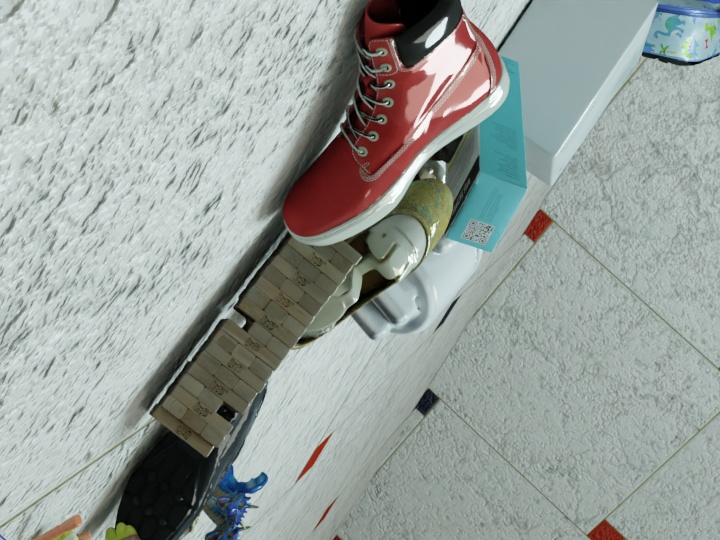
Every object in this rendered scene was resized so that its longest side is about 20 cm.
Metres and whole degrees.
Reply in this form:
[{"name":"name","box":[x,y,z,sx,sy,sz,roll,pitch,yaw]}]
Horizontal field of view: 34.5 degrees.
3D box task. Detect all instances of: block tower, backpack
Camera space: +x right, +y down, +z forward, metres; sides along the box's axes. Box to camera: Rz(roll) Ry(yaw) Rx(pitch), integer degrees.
[{"name":"block tower","box":[-0.077,0.045,0.884,0.201,0.058,0.054,-55,-170,-11]},{"name":"backpack","box":[0.498,-0.414,1.858,0.199,0.180,0.150,-34,135,-55]}]

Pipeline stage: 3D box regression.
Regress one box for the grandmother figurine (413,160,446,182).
[{"name":"grandmother figurine","box":[0.029,-0.065,1.079,0.200,0.060,0.123,-44,151,-58]}]

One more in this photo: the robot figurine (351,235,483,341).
[{"name":"robot figurine","box":[0.058,-0.012,1.214,0.169,0.113,0.200,-32,-170,45]}]

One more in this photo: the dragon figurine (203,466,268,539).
[{"name":"dragon figurine","box":[-0.124,0.199,1.065,0.059,0.099,0.200,-55,173,4]}]

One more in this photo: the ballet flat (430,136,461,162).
[{"name":"ballet flat","box":[0.055,-0.139,0.973,0.068,0.046,0.200,-65,167,-4]}]

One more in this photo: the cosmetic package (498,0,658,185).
[{"name":"cosmetic package","box":[0.229,-0.225,1.324,0.201,0.122,0.200,-56,169,1]}]

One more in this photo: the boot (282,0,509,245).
[{"name":"boot","box":[0.001,-0.112,0.803,0.200,0.073,0.144,-42,148,7]}]

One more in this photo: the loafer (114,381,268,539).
[{"name":"loafer","box":[-0.134,0.154,0.964,0.203,0.068,0.070,-59,162,0]}]

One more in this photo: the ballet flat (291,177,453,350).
[{"name":"ballet flat","box":[0.000,0.000,0.956,0.198,0.071,0.071,-34,170,1]}]

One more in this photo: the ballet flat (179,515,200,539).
[{"name":"ballet flat","box":[-0.204,0.288,1.107,0.201,0.046,0.067,-52,173,-8]}]

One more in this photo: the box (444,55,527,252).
[{"name":"box","box":[0.117,-0.118,1.095,0.202,0.048,0.083,-85,-164,-47]}]

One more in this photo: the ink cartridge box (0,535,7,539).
[{"name":"ink cartridge box","box":[-0.212,0.169,0.560,0.037,0.094,0.200,-54,170,5]}]

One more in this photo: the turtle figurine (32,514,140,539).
[{"name":"turtle figurine","box":[-0.220,0.246,0.868,0.202,0.064,0.161,-59,170,17]}]
